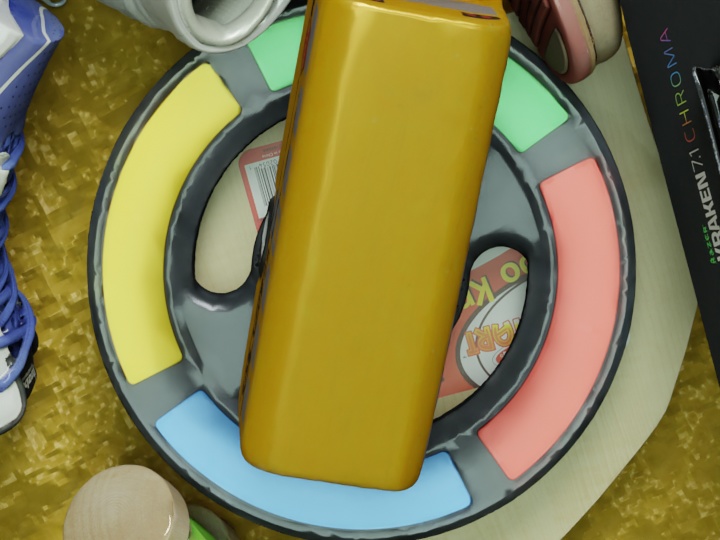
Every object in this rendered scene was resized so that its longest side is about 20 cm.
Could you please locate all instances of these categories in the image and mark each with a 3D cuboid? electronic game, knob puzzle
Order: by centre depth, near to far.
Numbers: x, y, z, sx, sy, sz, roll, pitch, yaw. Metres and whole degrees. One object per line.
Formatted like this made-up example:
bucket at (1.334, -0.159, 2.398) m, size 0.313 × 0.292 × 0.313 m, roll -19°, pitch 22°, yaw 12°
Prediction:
electronic game at (0.000, 0.000, 0.853) m, size 0.199 × 0.042 × 0.201 m, roll 0°, pitch 95°, yaw 3°
knob puzzle at (0.034, 0.013, 0.889) m, size 0.218 × 0.030 × 0.221 m, roll 0°, pitch 96°, yaw 2°

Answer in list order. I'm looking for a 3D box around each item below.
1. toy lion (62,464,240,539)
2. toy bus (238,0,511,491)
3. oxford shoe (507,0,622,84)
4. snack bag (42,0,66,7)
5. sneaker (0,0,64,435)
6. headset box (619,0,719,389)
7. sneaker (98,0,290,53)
toy lion at (-0.106, 0.199, 0.849) m, size 0.200 × 0.069 × 0.192 m, roll -36°, pitch 57°, yaw 5°
toy bus at (0.006, -0.036, 0.781) m, size 0.065 × 0.078 × 0.201 m, roll 9°, pitch 107°, yaw -6°
oxford shoe at (0.071, -0.166, 0.832) m, size 0.074 × 0.070 × 0.201 m, roll -12°, pitch 81°, yaw -8°
snack bag at (-0.185, -0.162, 0.885) m, size 0.200 × 0.021 × 0.189 m, roll -43°, pitch 92°, yaw 6°
sneaker at (-0.152, -0.006, 0.869) m, size 0.115 × 0.081 × 0.200 m, roll 34°, pitch 109°, yaw -16°
headset box at (0.191, -0.060, 0.786) m, size 0.199 × 0.093 × 0.175 m, roll -10°, pitch 82°, yaw -24°
sneaker at (-0.034, -0.174, 0.822) m, size 0.073 × 0.116 × 0.201 m, roll 11°, pitch 104°, yaw -30°
